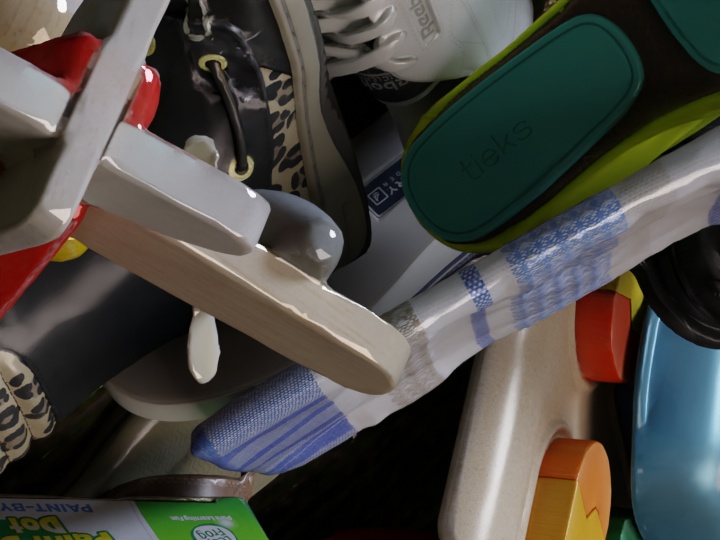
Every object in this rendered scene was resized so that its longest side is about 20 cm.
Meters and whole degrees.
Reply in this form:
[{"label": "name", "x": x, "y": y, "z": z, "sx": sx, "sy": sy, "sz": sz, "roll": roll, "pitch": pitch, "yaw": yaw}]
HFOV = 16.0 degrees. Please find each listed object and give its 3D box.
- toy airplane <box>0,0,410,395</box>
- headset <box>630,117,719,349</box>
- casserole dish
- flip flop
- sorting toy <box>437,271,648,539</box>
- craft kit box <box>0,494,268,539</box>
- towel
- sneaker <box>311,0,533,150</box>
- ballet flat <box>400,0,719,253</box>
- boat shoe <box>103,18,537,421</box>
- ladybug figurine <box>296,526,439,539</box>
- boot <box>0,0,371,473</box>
[{"label": "toy airplane", "x": -0.097, "y": -0.035, "z": 0.648, "sx": 0.200, "sy": 0.199, "sz": 0.141, "roll": 74, "pitch": 23, "yaw": -49}, {"label": "headset", "x": 0.162, "y": 0.002, "z": 0.935, "sx": 0.200, "sy": 0.123, "sz": 0.094, "roll": 37, "pitch": 53, "yaw": -43}, {"label": "casserole dish", "x": 0.152, "y": 0.070, "z": 1.079, "sx": 0.200, "sy": 0.039, "sz": 0.121, "roll": 54, "pitch": 44, "yaw": -63}, {"label": "flip flop", "x": -0.082, "y": 0.096, "z": 0.893, "sx": 0.200, "sy": 0.058, "sz": 0.081, "roll": -36, "pitch": 143, "yaw": -23}, {"label": "sorting toy", "x": 0.095, "y": 0.069, "z": 1.022, "sx": 0.200, "sy": 0.036, "sz": 0.186, "roll": 52, "pitch": 46, "yaw": -54}, {"label": "craft kit box", "x": -0.145, "y": 0.163, "z": 0.844, "sx": 0.197, "sy": 0.049, "sz": 0.200, "roll": 5, "pitch": 118, "yaw": -28}, {"label": "towel", "x": 0.043, "y": 0.011, "z": 0.800, "sx": 0.200, "sy": 0.024, "sz": 0.147, "roll": -29, "pitch": 174, "yaw": 0}, {"label": "sneaker", "x": 0.003, "y": -0.101, "z": 0.780, "sx": 0.200, "sy": 0.076, "sz": 0.081, "roll": 40, "pitch": 66, "yaw": -55}, {"label": "ballet flat", "x": 0.097, "y": -0.072, "z": 0.777, "sx": 0.200, "sy": 0.067, "sz": 0.067, "roll": -36, "pitch": 168, "yaw": 26}, {"label": "boat shoe", "x": 0.000, "y": 0.000, "z": 0.895, "sx": 0.200, "sy": 0.075, "sz": 0.093, "roll": -32, "pitch": 156, "yaw": -12}, {"label": "ladybug figurine", "x": -0.011, "y": 0.151, "z": 1.002, "sx": 0.200, "sy": 0.072, "sz": 0.136, "roll": -1, "pitch": 136, "yaw": -49}, {"label": "boot", "x": -0.087, "y": -0.038, "z": 0.756, "sx": 0.154, "sy": 0.073, "sz": 0.204, "roll": -35, "pitch": 136, "yaw": -14}]
